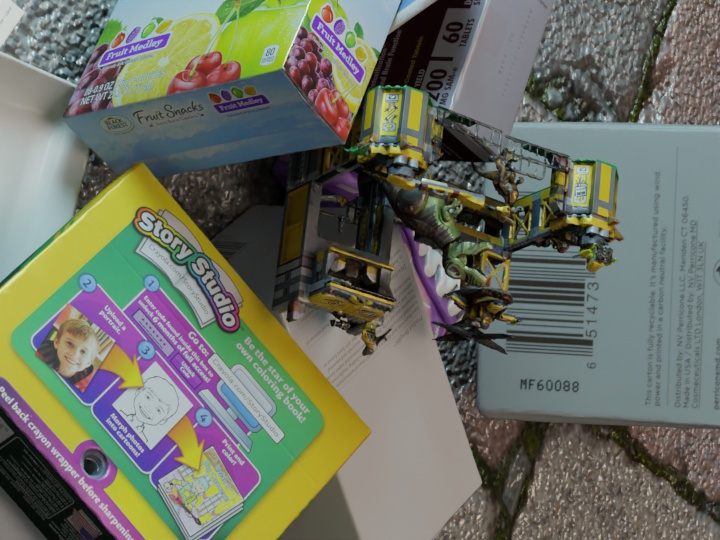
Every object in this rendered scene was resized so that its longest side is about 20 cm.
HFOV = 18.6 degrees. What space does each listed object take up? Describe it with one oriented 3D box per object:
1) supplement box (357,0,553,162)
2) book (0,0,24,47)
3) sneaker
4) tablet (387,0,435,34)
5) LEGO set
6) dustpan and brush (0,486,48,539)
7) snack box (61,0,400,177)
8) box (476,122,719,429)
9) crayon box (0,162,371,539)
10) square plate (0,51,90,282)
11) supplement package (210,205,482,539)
[{"bbox_3d":[0.006,-0.127,1.303,0.061,0.199,0.110,35,67,-44],"label":"supplement box"},{"bbox_3d":[-0.277,-0.136,1.061,0.200,0.048,0.134,43,66,-29],"label":"book"},{"bbox_3d":[0.000,0.000,1.408,0.089,0.080,0.200,-55,132,-21],"label":"sneaker"},{"bbox_3d":[-0.011,-0.154,1.260,0.014,0.199,0.131,42,27,-31],"label":"tablet"},{"bbox_3d":[0.045,-0.009,1.219,0.199,0.153,0.117,21,66,-37],"label":"LEGO set"},{"bbox_3d":[-0.166,0.165,1.195,0.198,0.057,0.141,15,93,-8],"label":"dustpan and brush"},{"bbox_3d":[-0.057,-0.154,1.229,0.068,0.168,0.201,48,49,-36],"label":"snack box"},{"bbox_3d":[0.193,0.000,1.507,0.171,0.198,0.201,-7,99,-74],"label":"box"},{"bbox_3d":[-0.115,0.071,1.183,0.200,0.058,0.173,50,49,-7],"label":"crayon box"},{"bbox_3d":[-0.235,-0.029,1.161,0.199,0.028,0.200,24,75,-48],"label":"square plate"},{"bbox_3d":[-0.028,0.077,1.344,0.121,0.119,0.201,-41,123,-41],"label":"supplement package"}]
